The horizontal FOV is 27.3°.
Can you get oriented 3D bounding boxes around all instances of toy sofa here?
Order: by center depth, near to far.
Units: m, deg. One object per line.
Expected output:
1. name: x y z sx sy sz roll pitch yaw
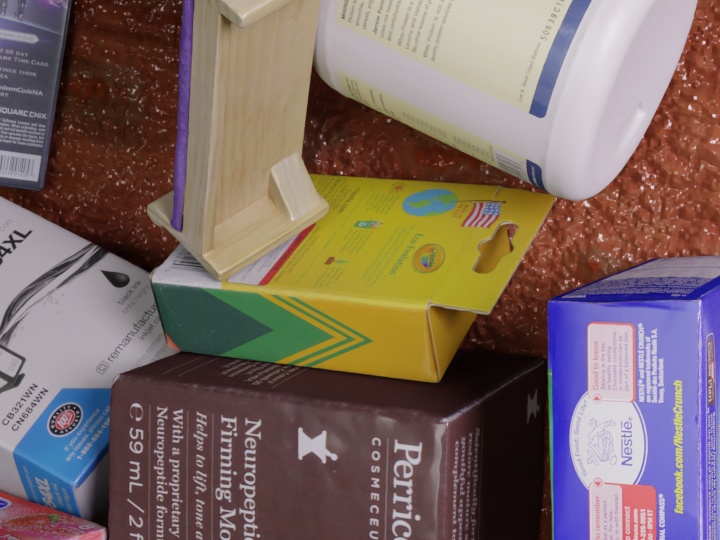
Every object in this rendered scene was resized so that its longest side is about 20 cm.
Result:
1. toy sofa: -0.067 -0.100 0.749 0.097 0.082 0.201 42 148 22

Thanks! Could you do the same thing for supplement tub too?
1. supplement tub: 0.060 -0.139 0.772 0.198 0.145 0.147 27 107 19

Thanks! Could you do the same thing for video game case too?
1. video game case: -0.256 -0.158 0.936 0.019 0.141 0.203 -144 63 -65

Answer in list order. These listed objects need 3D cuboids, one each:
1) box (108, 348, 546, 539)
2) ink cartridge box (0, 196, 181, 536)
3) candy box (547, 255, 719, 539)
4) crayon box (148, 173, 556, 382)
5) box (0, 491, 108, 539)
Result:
1. box: -0.015 0.132 0.829 0.197 0.164 0.169 5 99 24
2. ink cartridge box: -0.203 0.054 0.912 0.198 0.147 0.085 25 148 19
3. candy box: 0.154 0.085 0.726 0.076 0.199 0.172 1 96 26
4. crayon box: 0.000 0.000 0.824 0.197 0.127 0.051 5 124 25
5. box: -0.236 0.185 0.844 0.198 0.094 0.104 6 100 43
